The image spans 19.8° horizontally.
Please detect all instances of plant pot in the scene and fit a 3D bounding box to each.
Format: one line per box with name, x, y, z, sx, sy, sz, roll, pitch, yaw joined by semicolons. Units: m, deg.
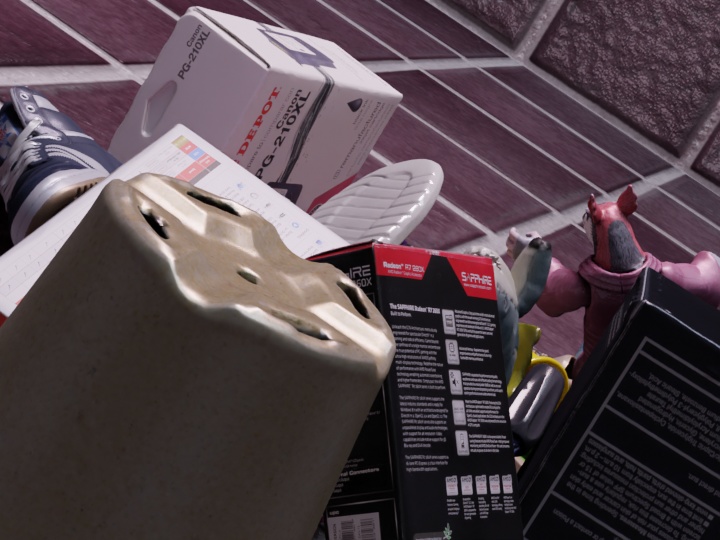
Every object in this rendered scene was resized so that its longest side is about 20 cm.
plant pot;-0.087;0.070;0.829;0.199;0.184;0.201;29;14;-8

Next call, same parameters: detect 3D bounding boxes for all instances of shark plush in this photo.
shark plush;0.053;0.067;1.172;0.090;0.201;0.084;7;34;-11

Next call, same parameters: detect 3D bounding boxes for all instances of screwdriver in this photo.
screwdriver;0.068;0.120;1.113;0.028;0.029;0.200;57;40;-22

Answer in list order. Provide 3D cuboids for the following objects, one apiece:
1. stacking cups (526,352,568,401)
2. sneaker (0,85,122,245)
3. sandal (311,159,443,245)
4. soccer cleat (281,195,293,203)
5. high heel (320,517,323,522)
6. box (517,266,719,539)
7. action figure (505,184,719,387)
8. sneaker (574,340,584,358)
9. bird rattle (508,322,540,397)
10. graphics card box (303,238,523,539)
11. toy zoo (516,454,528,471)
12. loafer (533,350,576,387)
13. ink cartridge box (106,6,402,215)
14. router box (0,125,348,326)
stacking cups;0.068;0.048;1.438;0.060;0.061;0.200;21;10;-36
sneaker;-0.198;-0.058;1.246;0.108;0.070;0.200;38;8;5
sandal;-0.006;0.000;1.283;0.082;0.050;0.203;-1;35;33
soccer cleat;-0.082;-0.021;1.279;0.073;0.069;0.200;27;-9;1
high heel;-0.064;0.073;1.169;0.200;0.067;0.096;50;-19;25
box;0.189;0.138;1.147;0.199;0.199;0.123;32;12;3
action figure;0.155;0.043;1.240;0.133;0.201;0.149;-7;34;14
sneaker;0.218;0.057;1.620;0.079;0.131;0.200;31;14;5
bird rattle;0.013;0.049;1.298;0.162;0.114;0.200;-10;38;-45
graphics card box;0.030;0.091;1.023;0.050;0.202;0.125;-12;-9;30
toy zoo;0.178;0.168;1.389;0.199;0.021;0.131;20;18;-40
loafer;0.155;0.091;1.446;0.199;0.063;0.072;27;6;28
ink cartridge box;-0.077;-0.096;1.478;0.084;0.145;0.199;38;16;24
router box;-0.083;0.029;1.065;0.179;0.049;0.200;36;39;10
